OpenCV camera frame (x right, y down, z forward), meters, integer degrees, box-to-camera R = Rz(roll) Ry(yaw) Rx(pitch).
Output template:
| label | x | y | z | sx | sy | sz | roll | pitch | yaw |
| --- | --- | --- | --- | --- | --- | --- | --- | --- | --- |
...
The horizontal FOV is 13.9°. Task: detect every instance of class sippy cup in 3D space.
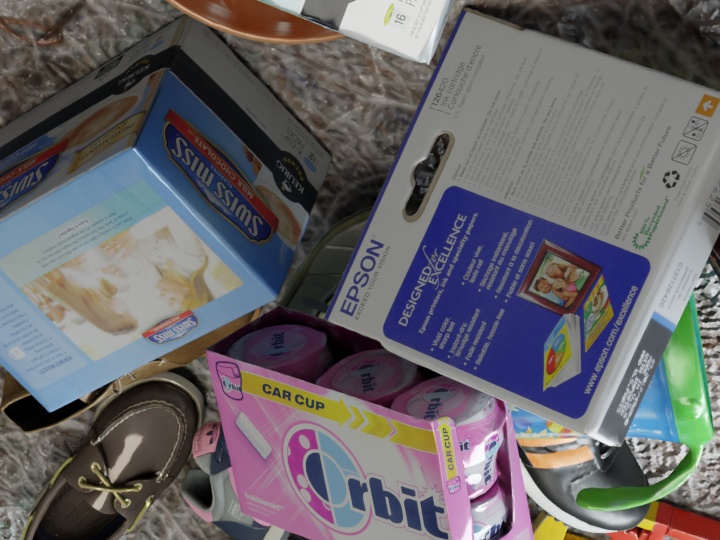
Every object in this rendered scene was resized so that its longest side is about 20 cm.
| label | x | y | z | sx | sy | sz | roll | pitch | yaw |
| --- | --- | --- | --- | --- | --- | --- | --- | --- | --- |
| sippy cup | 0.130 | 0.041 | 1.702 | 0.130 | 0.179 | 0.140 | -10 | 157 | 8 |

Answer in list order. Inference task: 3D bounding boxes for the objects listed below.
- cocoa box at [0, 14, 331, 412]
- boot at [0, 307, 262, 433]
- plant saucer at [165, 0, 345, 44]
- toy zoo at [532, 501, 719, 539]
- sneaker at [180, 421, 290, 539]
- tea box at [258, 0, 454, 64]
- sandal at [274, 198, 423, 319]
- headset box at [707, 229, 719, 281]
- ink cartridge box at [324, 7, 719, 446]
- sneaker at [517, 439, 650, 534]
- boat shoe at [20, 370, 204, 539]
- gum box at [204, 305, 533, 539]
| label | x | y | z | sx | sy | sz | roll | pitch | yaw |
| --- | --- | --- | --- | --- | --- | --- | --- | --- | --- |
| cocoa box | -0.142 | -0.031 | 1.750 | 0.200 | 0.131 | 0.133 | -26 | 118 | 35 |
| boot | -0.146 | 0.053 | 1.866 | 0.200 | 0.076 | 0.074 | -23 | 118 | 31 |
| plant saucer | -0.051 | -0.214 | 1.628 | 0.199 | 0.032 | 0.201 | 9 | 131 | 11 |
| toy zoo | 0.184 | 0.201 | 1.923 | 0.199 | 0.020 | 0.131 | 18 | 134 | 2 |
| sneaker | -0.066 | 0.114 | 1.881 | 0.082 | 0.070 | 0.200 | 22 | 141 | -1 |
| tea box | -0.014 | -0.244 | 1.485 | 0.196 | 0.134 | 0.201 | 21 | 115 | 0 |
| sandal | -0.001 | 0.000 | 1.789 | 0.080 | 0.057 | 0.201 | 28 | 148 | -15 |
| headset box | 0.250 | 0.018 | 1.612 | 0.077 | 0.200 | 0.149 | -33 | 118 | 3 |
| ink cartridge box | 0.100 | -0.026 | 1.616 | 0.200 | 0.198 | 0.047 | 23 | 177 | 42 |
| sneaker | 0.124 | 0.083 | 1.805 | 0.200 | 0.070 | 0.090 | 45 | 132 | -19 |
| boat shoe | -0.167 | 0.140 | 1.958 | 0.072 | 0.060 | 0.200 | 33 | 132 | -11 |
| gum box | 0.008 | 0.103 | 1.706 | 0.200 | 0.066 | 0.114 | 16 | 126 | 43 |
